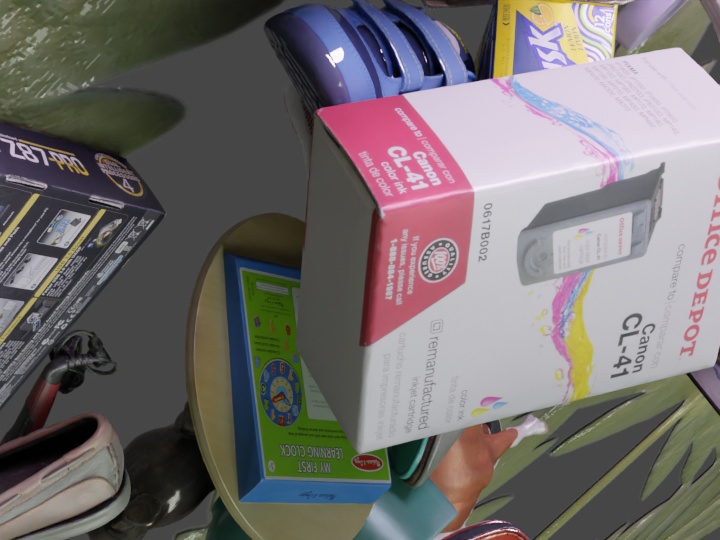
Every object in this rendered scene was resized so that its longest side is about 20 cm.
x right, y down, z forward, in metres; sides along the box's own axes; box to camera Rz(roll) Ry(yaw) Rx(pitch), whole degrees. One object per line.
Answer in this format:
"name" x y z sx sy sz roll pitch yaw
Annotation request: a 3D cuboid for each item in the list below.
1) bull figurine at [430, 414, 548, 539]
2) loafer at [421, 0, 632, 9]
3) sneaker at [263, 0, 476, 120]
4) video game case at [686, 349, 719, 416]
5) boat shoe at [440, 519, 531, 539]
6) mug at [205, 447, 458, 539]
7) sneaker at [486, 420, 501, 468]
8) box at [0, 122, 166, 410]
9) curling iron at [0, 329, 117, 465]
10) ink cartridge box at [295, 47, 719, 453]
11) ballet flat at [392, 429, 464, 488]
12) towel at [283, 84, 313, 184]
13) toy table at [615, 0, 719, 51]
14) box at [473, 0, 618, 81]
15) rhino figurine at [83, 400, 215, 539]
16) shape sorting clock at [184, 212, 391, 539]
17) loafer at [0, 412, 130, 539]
"bull figurine" 0.065 0.110 1.239 0.121 0.065 0.201 -38 122 -29
"loafer" 0.097 -0.171 0.901 0.199 0.068 0.076 -18 147 -40
"sneaker" 0.009 -0.102 0.853 0.082 0.074 0.200 -30 174 9
"video game case" 0.318 0.026 1.280 0.025 0.200 0.181 32 105 -31
"boat shoe" 0.037 0.222 1.056 0.199 0.071 0.063 -34 172 -22
"mug" -0.027 0.170 1.125 0.152 0.114 0.185 -43 172 -6
"sneaker" 0.009 0.136 1.293 0.199 0.081 0.076 -3 97 -33
"box" -0.206 0.020 0.811 0.200 0.049 0.161 -48 156 16
"curling iron" -0.193 0.107 1.003 0.049 0.026 0.201 -10 142 -44
"ink cartridge box" 0.077 -0.011 0.806 0.198 0.086 0.149 -11 130 -19
"ballet flat" 0.065 0.040 1.081 0.063 0.202 0.067 13 163 -22
"towel" 0.000 0.000 0.967 0.030 0.148 0.200 -18 157 9
"toy table" 0.252 -0.167 1.017 0.200 0.117 0.184 -42 176 -11
"box" 0.092 -0.087 0.944 0.064 0.071 0.200 5 169 -2
"rhino figurine" -0.102 0.116 1.107 0.199 0.060 0.087 -30 170 -25
"shape sorting clock" -0.040 0.067 0.991 0.039 0.202 0.199 -15 168 29
"loafer" -0.225 0.128 0.938 0.198 0.072 0.063 -19 135 -18
